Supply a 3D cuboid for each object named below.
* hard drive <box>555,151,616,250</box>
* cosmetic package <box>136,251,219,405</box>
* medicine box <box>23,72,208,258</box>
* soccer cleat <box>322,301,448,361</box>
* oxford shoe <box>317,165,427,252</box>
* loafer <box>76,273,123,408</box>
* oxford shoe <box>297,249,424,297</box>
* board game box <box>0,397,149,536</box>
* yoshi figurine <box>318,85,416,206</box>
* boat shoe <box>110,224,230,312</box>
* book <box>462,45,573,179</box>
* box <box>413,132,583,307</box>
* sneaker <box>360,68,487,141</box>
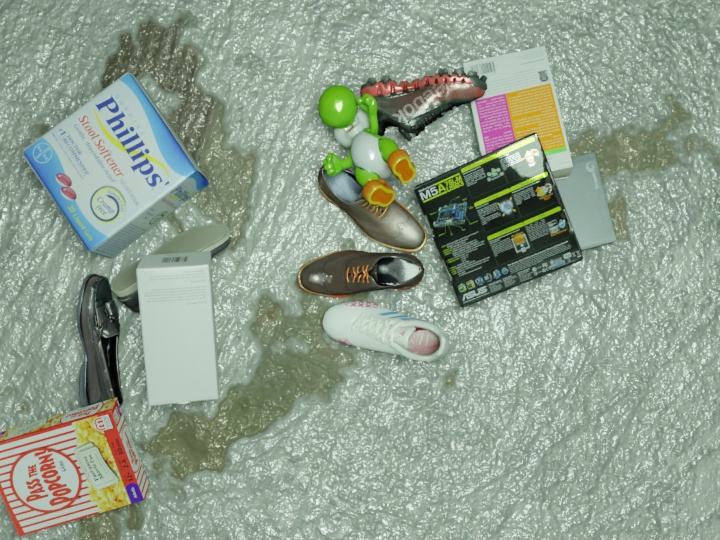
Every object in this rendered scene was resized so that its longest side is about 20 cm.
[{"bbox_3d":[0.282,-0.089,1.198,0.195,0.033,0.143,-14,86,-1],"label":"hard drive"},{"bbox_3d":[-0.263,0.083,1.128,0.104,0.085,0.206,-2,105,-9],"label":"cosmetic package"},{"bbox_3d":[-0.363,-0.155,1.169,0.198,0.103,0.184,-37,87,-1],"label":"medicine box"},{"bbox_3d":[0.039,0.088,1.159,0.194,0.086,0.072,12,86,1],"label":"soccer cleat"},{"bbox_3d":[0.016,-0.093,1.178,0.197,0.073,0.072,32,87,2],"label":"oxford shoe"},{"bbox_3d":[-0.381,0.109,1.163,0.061,0.072,0.206,3,94,18],"label":"loafer"},{"bbox_3d":[0.000,0.000,1.172,0.194,0.073,0.073,-7,87,0],"label":"oxford shoe"},{"bbox_3d":[-0.431,0.290,1.143,0.195,0.046,0.155,-16,108,-1],"label":"board game box"},{"bbox_3d":[-0.006,-0.196,1.129,0.110,0.114,0.202,-17,53,-21],"label":"yoshi figurine"},{"bbox_3d":[-0.282,-0.003,1.191,0.197,0.073,0.064,-29,130,-7],"label":"boat shoe"},{"bbox_3d":[0.237,-0.233,1.184,0.130,0.048,0.206,-9,76,5],"label":"book"},{"bbox_3d":[0.202,-0.072,1.140,0.196,0.047,0.197,-23,94,16],"label":"box"},{"bbox_3d":[0.098,-0.250,1.182,0.195,0.071,0.101,-5,91,13],"label":"sneaker"}]
